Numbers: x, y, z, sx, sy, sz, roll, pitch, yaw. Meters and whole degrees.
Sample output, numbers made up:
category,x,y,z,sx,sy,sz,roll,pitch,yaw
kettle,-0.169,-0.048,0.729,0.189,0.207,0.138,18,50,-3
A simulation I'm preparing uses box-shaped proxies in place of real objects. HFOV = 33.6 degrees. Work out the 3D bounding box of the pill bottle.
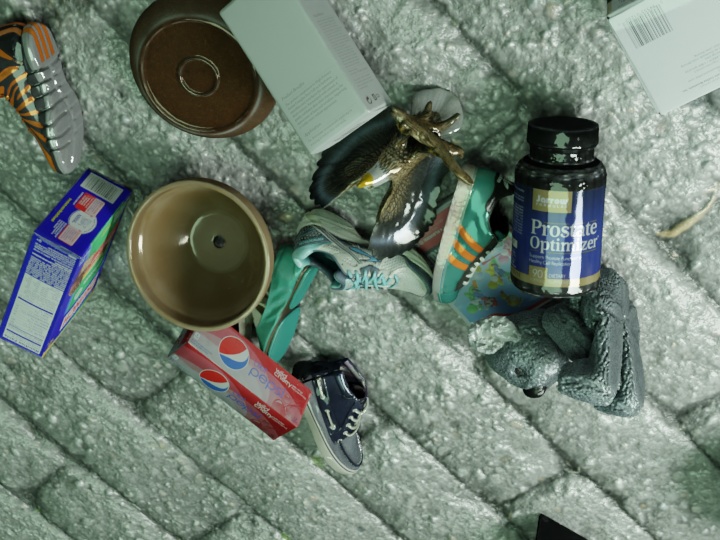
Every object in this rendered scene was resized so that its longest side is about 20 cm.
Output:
category,x,y,z,sx,sy,sz,roll,pitch,yaw
pill bottle,0.239,-0.078,1.435,0.110,0.112,0.203,3,109,10

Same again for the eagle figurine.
category,x,y,z,sx,sy,sz,roll,pitch,yaw
eagle figurine,0.038,-0.124,1.459,0.149,0.153,0.200,1,155,-24

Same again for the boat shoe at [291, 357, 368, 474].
category,x,y,z,sx,sy,sz,roll,pitch,yaw
boat shoe,-0.022,0.215,1.739,0.092,0.075,0.201,-12,121,29

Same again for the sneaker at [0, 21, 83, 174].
category,x,y,z,sx,sy,sz,roll,pitch,yaw
sneaker,-0.431,-0.220,1.535,0.111,0.078,0.202,-2,114,19

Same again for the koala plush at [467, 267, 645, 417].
category,x,y,z,sx,sy,sz,roll,pitch,yaw
koala plush,0.251,0.095,1.547,0.198,0.186,0.177,-7,163,30

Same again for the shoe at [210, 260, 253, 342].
category,x,y,z,sx,sy,sz,roll,pitch,yaw
shoe,-0.185,0.072,1.689,0.069,0.054,0.202,4,125,10

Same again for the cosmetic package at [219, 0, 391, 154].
category,x,y,z,sx,sy,sz,roll,pitch,yaw
cosmetic package,-0.063,-0.248,1.387,0.101,0.074,0.201,-30,92,30

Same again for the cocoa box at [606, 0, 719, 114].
category,x,y,z,sx,sy,sz,roll,pitch,yaw
cocoa box,0.376,-0.285,1.259,0.199,0.132,0.134,-25,116,27

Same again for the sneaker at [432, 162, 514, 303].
category,x,y,z,sx,sy,sz,roll,pitch,yaw
sneaker,0.143,-0.036,1.505,0.079,0.072,0.202,16,125,6

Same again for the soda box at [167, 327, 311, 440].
category,x,y,z,sx,sy,sz,roll,pitch,yaw
soda box,-0.166,0.145,1.656,0.199,0.070,0.063,39,137,-16

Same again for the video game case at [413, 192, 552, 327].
category,x,y,z,sx,sy,sz,roll,pitch,yaw
video game case,0.155,-0.009,1.577,0.142,0.018,0.200,-32,113,29

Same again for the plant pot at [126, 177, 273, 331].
category,x,y,z,sx,sy,sz,roll,pitch,yaw
plant pot,-0.202,-0.028,1.581,0.198,0.093,0.204,3,104,14

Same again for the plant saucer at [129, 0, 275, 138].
category,x,y,z,sx,sy,sz,roll,pitch,yaw
plant saucer,-0.198,-0.246,1.480,0.198,0.035,0.202,7,127,9

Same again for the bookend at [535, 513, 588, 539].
category,x,y,z,sx,sy,sz,roll,pitch,yaw
bookend,0.309,0.513,1.866,0.197,0.092,0.201,29,127,-6

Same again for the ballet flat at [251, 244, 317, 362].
category,x,y,z,sx,sy,sz,roll,pitch,yaw
ballet flat,-0.114,0.041,1.655,0.070,0.067,0.201,36,128,17

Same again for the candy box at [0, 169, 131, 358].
category,x,y,z,sx,sy,sz,roll,pitch,yaw
candy box,-0.400,-0.008,1.610,0.076,0.170,0.201,29,127,-4

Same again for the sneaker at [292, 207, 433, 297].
category,x,y,z,sx,sy,sz,roll,pitch,yaw
sneaker,0.000,0.000,1.566,0.198,0.087,0.078,22,141,3
